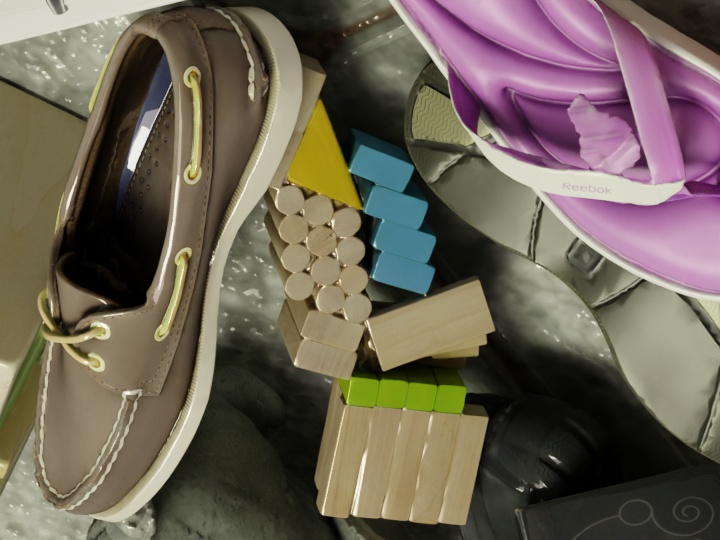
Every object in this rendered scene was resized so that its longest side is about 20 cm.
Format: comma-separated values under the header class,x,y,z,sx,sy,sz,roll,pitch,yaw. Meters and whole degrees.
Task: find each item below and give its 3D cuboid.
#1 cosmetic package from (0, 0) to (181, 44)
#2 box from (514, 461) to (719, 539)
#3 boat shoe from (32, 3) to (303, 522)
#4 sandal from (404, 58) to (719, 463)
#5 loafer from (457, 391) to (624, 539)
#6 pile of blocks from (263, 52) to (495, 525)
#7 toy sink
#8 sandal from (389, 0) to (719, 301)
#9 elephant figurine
class,x,y,z,sx,sy,sz,roll,pitch,yaw
cosmetic package,-0.053,-0.132,0.802,0.199,0.051,0.083,-10,102,29
box,0.131,0.187,0.935,0.105,0.123,0.201,-13,132,1
boat shoe,-0.082,0.000,0.854,0.072,0.059,0.201,37,115,35
sandal,0.104,-0.012,0.872,0.201,0.057,0.080,45,116,3
loafer,0.076,0.122,1.005,0.070,0.068,0.201,22,145,32
pile of blocks,0.000,0.000,0.918,0.082,0.062,0.201,-17,112,-4
toy sink,-0.180,0.034,0.974,0.111,0.131,0.200,25,135,-3
sandal,0.067,-0.059,0.808,0.203,0.050,0.083,43,120,1
elephant figurine,-0.015,0.141,1.000,0.200,0.155,0.142,36,133,-2
